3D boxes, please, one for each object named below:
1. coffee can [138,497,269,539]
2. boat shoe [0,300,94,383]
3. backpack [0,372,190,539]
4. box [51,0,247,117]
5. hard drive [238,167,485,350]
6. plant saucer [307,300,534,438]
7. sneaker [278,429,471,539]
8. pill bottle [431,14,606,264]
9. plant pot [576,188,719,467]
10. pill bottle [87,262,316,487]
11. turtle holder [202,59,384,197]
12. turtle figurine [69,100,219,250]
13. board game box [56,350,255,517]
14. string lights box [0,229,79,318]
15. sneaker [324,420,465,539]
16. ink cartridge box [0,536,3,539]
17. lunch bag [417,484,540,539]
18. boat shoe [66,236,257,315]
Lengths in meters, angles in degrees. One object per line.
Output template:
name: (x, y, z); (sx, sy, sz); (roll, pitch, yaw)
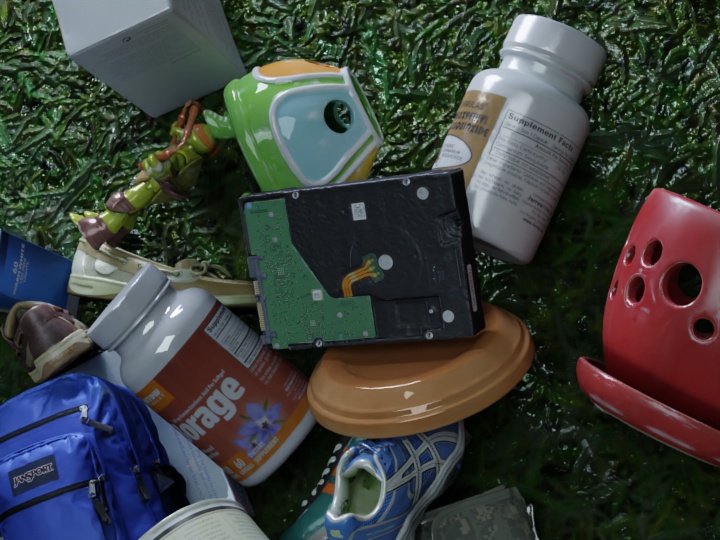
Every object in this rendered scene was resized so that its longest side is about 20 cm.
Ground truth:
coffee can: (-0.092, 0.302, 1.309); (0.146, 0.146, 0.200); (-48, 58, 3)
boat shoe: (-0.289, 0.056, 1.494); (0.072, 0.200, 0.072); (-38, 96, -9)
backpack: (-0.242, 0.189, 1.423); (0.162, 0.168, 0.200); (-21, 72, 4)
box: (-0.205, -0.253, 1.529); (0.106, 0.200, 0.152); (-23, 73, 10)
hard drive: (0.000, -0.007, 1.387); (0.200, 0.038, 0.140); (-6, 97, 25)
plant saucer: (0.047, 0.074, 1.395); (0.200, 0.200, 0.038); (-12, 114, 15)
sneaker: (-0.001, 0.180, 1.449); (0.200, 0.071, 0.080); (-38, 70, -2)
pill bottle: (0.137, -0.116, 1.441); (0.114, 0.114, 0.200); (23, 86, 20)
plant pot: (0.288, 0.055, 1.320); (0.200, 0.200, 0.183); (25, 95, 20)
pill bottle: (-0.138, 0.089, 1.445); (0.200, 0.112, 0.112); (41, 93, -8)
turtle holder: (-0.046, -0.104, 1.481); (0.132, 0.141, 0.186); (-25, 71, 8)
turtle figurine: (-0.185, -0.086, 1.512); (0.161, 0.200, 0.064); (-40, 102, 10)
board game box: (-0.225, 0.180, 1.528); (0.199, 0.043, 0.200); (-28, 72, 11)
string lights box: (-0.348, -0.001, 1.521); (0.103, 0.200, 0.059); (6, 81, 18)
sneaker: (0.029, 0.161, 1.347); (0.076, 0.077, 0.200); (-2, 46, 30)
ink cartridge box: (-0.344, 0.354, 1.499); (0.116, 0.067, 0.200); (-23, 72, 35)
lunch bag: (0.073, 0.286, 1.378); (0.200, 0.118, 0.164); (-22, 75, 7)
boat shoe: (-0.182, 0.005, 1.539); (0.200, 0.073, 0.063); (6, 84, 26)
